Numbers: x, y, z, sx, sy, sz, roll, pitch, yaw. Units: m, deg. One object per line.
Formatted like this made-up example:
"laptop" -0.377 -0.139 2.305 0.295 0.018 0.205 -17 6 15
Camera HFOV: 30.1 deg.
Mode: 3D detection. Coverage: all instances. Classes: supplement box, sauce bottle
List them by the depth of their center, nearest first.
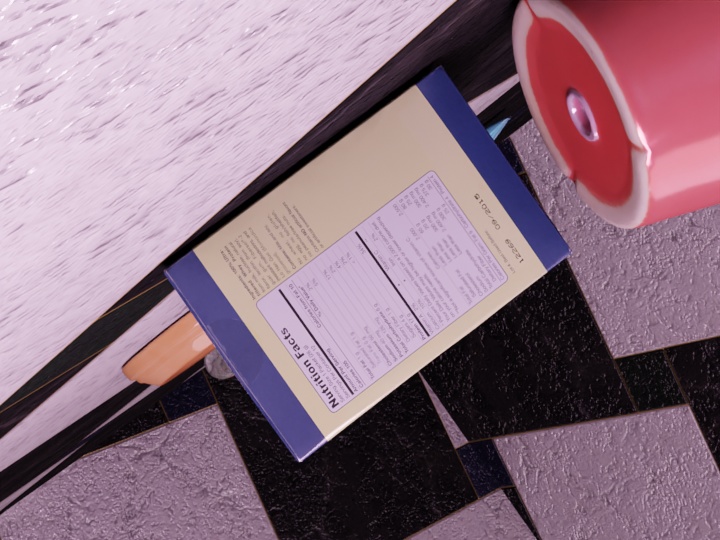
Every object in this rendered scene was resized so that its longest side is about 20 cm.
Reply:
"supplement box" 0.000 0.000 0.849 0.199 0.135 0.200 -36 179 -4
"sauce bottle" -0.217 0.141 2.331 0.064 0.065 0.200 -36 179 13

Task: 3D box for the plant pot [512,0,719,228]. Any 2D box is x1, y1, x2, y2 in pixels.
"plant pot" 0.193 -0.125 0.750 0.175 0.203 0.200 -27 178 -9

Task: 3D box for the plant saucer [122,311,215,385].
"plant saucer" -0.143 0.052 1.311 0.199 0.038 0.200 -38 179 0

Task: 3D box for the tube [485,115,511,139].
"tube" 0.128 -0.142 1.824 0.200 0.050 0.077 -42 -174 12
